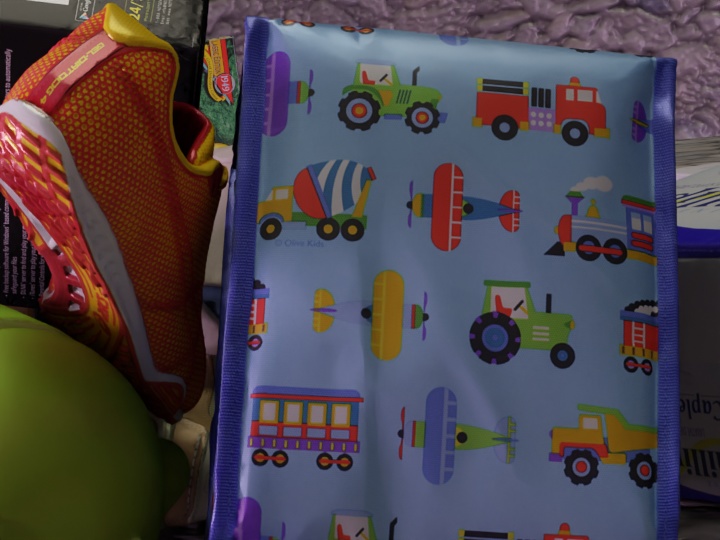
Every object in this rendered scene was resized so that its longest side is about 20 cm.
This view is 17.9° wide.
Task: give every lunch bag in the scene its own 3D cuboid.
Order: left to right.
[{"bbox_3d":[0.028,0.026,0.759,0.149,0.201,0.094,5,-33,-5],"label":"lunch bag"}]

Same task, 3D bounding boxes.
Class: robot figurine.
[{"bbox_3d":[-0.145,0.065,0.780,0.175,0.116,0.199,14,1,-40],"label":"robot figurine"}]

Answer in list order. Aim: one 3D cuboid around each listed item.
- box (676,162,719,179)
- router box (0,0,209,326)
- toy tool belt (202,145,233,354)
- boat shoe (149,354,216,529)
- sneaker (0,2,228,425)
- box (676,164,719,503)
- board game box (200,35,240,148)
[{"bbox_3d":[0.253,-0.010,1.206,0.124,0.098,0.200,-8,5,-12],"label":"box"},{"bbox_3d":[-0.136,-0.034,0.845,0.148,0.201,0.051,7,48,-4],"label":"router box"},{"bbox_3d":[0.000,0.000,0.954,0.122,0.126,0.200,23,-11,-28],"label":"toy tool belt"},{"bbox_3d":[-0.059,0.072,0.996,0.076,0.072,0.200,7,14,0],"label":"boat shoe"},{"bbox_3d":[-0.072,-0.010,0.777,0.077,0.073,0.200,-44,-21,-21],"label":"sneaker"},{"bbox_3d":[0.183,0.012,0.918,0.199,0.106,0.184,-19,9,-28],"label":"box"},{"bbox_3d":[-0.109,-0.026,1.280,0.104,0.201,0.023,-8,5,-7],"label":"board game box"}]
